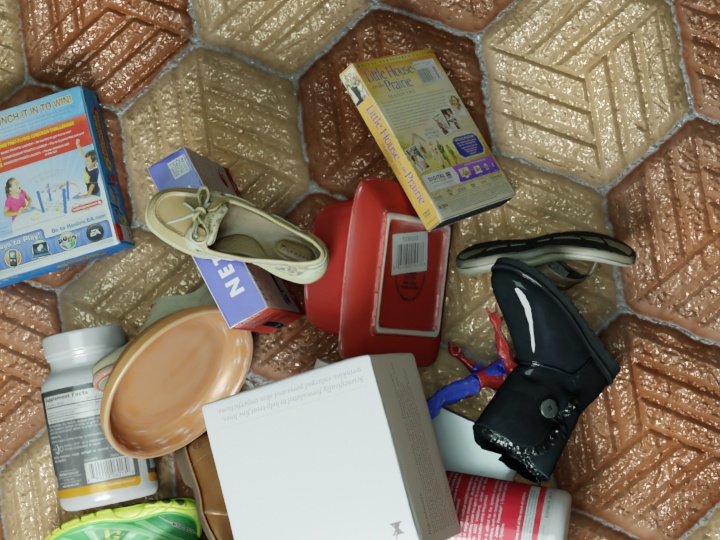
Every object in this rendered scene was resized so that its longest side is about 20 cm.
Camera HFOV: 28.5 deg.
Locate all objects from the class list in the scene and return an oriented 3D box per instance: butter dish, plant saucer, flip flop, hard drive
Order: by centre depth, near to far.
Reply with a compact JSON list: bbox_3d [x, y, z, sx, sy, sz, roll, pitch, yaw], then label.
[{"bbox_3d":[0.205,-0.005,1.565,0.199,0.081,0.058,-6,103,13],"label":"flip flop"},{"bbox_3d":[0.000,0.000,1.568,0.147,0.200,0.201,7,90,36],"label":"butter dish"},{"bbox_3d":[-0.208,0.119,1.572,0.037,0.200,0.200,39,95,33],"label":"plant saucer"},{"bbox_3d":[0.088,0.262,1.596,0.131,0.027,0.201,24,92,12],"label":"hard drive"}]

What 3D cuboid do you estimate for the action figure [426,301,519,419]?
[{"bbox_3d":[0.103,0.106,1.559,0.199,0.065,0.099,-17,79,-20],"label":"action figure"}]

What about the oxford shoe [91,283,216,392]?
[{"bbox_3d":[-0.229,0.075,1.617,0.200,0.071,0.074,-26,69,-35],"label":"oxford shoe"}]

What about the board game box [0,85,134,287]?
[{"bbox_3d":[-0.392,-0.097,1.700,0.199,0.056,0.197,-16,84,11],"label":"board game box"}]

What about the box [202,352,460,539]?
[{"bbox_3d":[-0.029,0.204,1.443,0.198,0.131,0.201,-18,82,20],"label":"box"}]

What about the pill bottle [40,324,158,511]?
[{"bbox_3d":[-0.305,0.170,1.638,0.116,0.116,0.201,-12,84,11],"label":"pill bottle"}]

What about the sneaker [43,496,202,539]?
[{"bbox_3d":[-0.280,0.317,1.645,0.199,0.074,0.084,-13,81,11],"label":"sneaker"}]

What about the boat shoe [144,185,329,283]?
[{"bbox_3d":[-0.126,-0.043,1.459,0.199,0.063,0.074,15,80,1],"label":"boat shoe"}]

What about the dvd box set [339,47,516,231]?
[{"bbox_3d":[0.076,-0.148,1.565,0.029,0.146,0.201,-37,80,41],"label":"dvd box set"}]

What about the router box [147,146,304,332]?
[{"bbox_3d":[-0.147,-0.029,1.582,0.049,0.179,0.201,-29,82,7],"label":"router box"}]

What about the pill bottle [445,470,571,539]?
[{"bbox_3d":[0.121,0.276,1.518,0.199,0.112,0.113,8,89,11],"label":"pill bottle"}]

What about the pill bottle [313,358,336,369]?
[{"bbox_3d":[-0.038,0.206,1.582,0.111,0.111,0.201,17,91,12],"label":"pill bottle"}]

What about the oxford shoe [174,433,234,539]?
[{"bbox_3d":[-0.145,0.272,1.608,0.071,0.071,0.201,-27,68,3],"label":"oxford shoe"}]

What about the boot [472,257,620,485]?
[{"bbox_3d":[0.173,0.109,1.505,0.200,0.076,0.168,48,67,-20],"label":"boot"}]
